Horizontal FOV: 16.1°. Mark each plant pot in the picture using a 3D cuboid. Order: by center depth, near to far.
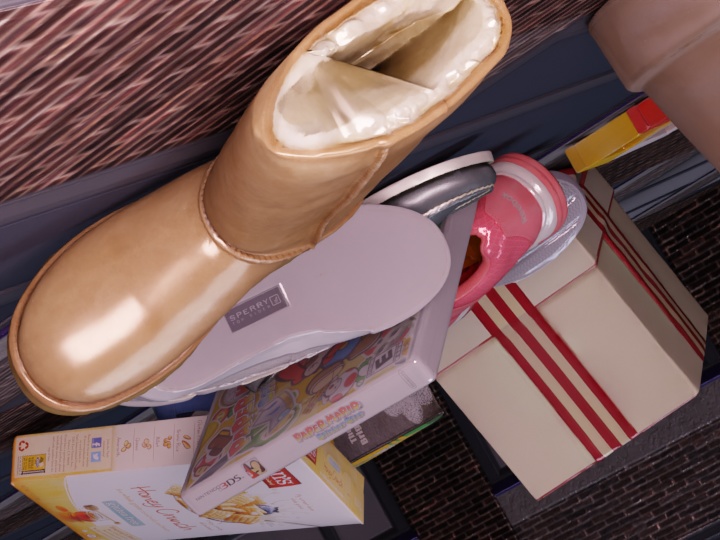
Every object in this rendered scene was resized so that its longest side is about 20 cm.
[{"bbox_3d":[0.234,-0.091,1.213,0.200,0.174,0.200,-28,176,-2],"label":"plant pot"}]

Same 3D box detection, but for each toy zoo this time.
[{"bbox_3d":[0.229,-0.121,1.800,0.200,0.020,0.131,-33,174,38],"label":"toy zoo"}]

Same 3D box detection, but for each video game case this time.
[{"bbox_3d":[-0.016,0.040,1.511,0.182,0.023,0.200,-32,-157,28],"label":"video game case"}]

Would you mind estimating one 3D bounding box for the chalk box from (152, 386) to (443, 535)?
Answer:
[{"bbox_3d":[-0.062,0.109,1.903,0.200,0.125,0.124,-23,172,-46],"label":"chalk box"}]

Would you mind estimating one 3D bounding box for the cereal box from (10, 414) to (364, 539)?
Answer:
[{"bbox_3d":[-0.112,0.139,1.690,0.200,0.040,0.144,-7,155,18],"label":"cereal box"}]

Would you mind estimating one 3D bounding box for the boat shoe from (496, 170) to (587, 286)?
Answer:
[{"bbox_3d":[0.060,-0.016,1.730,0.200,0.072,0.062,-27,-159,12],"label":"boat shoe"}]

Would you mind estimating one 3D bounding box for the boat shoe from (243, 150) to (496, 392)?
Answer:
[{"bbox_3d":[0.000,0.000,1.462,0.200,0.062,0.073,-31,172,11],"label":"boat shoe"}]

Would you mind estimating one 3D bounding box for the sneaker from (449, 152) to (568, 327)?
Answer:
[{"bbox_3d":[0.044,-0.001,1.612,0.087,0.074,0.200,-40,177,-43],"label":"sneaker"}]

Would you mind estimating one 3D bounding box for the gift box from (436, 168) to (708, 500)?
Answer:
[{"bbox_3d":[0.144,0.035,1.973,0.184,0.187,0.200,-37,-168,16],"label":"gift box"}]

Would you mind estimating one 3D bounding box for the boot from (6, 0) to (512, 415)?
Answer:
[{"bbox_3d":[-0.045,-0.027,0.921,0.175,0.066,0.200,-40,180,-19],"label":"boot"}]

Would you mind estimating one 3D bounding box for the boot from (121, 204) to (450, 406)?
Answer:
[{"bbox_3d":[-0.054,0.020,1.401,0.200,0.074,0.096,-18,178,-21],"label":"boot"}]

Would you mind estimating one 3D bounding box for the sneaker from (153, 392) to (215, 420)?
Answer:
[{"bbox_3d":[-0.061,0.066,1.697,0.200,0.082,0.074,-35,171,40],"label":"sneaker"}]
